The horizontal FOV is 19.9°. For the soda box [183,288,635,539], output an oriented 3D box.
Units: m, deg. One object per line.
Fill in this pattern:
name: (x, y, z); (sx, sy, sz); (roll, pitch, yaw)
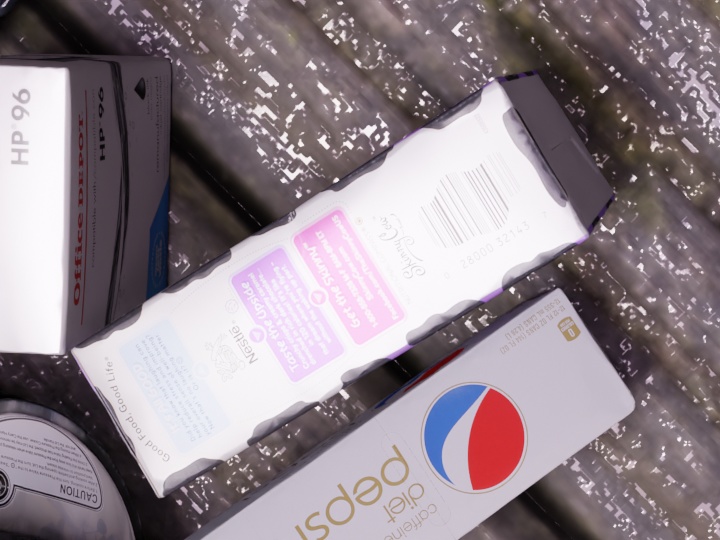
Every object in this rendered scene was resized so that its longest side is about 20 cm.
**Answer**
soda box: (0.016, 0.090, 0.871); (0.200, 0.068, 0.064); (-35, 90, -14)

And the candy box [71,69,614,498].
candy box: (0.000, 0.000, 0.850); (0.199, 0.168, 0.072); (-32, 90, 12)

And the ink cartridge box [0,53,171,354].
ink cartridge box: (-0.136, -0.030, 0.853); (0.067, 0.200, 0.117); (3, 98, 9)

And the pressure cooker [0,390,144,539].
pressure cooker: (-0.185, 0.139, 0.870); (0.199, 0.176, 0.179); (-7, 112, 40)

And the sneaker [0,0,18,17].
sneaker: (-0.234, -0.172, 0.909); (0.202, 0.077, 0.146); (37, 113, -6)
